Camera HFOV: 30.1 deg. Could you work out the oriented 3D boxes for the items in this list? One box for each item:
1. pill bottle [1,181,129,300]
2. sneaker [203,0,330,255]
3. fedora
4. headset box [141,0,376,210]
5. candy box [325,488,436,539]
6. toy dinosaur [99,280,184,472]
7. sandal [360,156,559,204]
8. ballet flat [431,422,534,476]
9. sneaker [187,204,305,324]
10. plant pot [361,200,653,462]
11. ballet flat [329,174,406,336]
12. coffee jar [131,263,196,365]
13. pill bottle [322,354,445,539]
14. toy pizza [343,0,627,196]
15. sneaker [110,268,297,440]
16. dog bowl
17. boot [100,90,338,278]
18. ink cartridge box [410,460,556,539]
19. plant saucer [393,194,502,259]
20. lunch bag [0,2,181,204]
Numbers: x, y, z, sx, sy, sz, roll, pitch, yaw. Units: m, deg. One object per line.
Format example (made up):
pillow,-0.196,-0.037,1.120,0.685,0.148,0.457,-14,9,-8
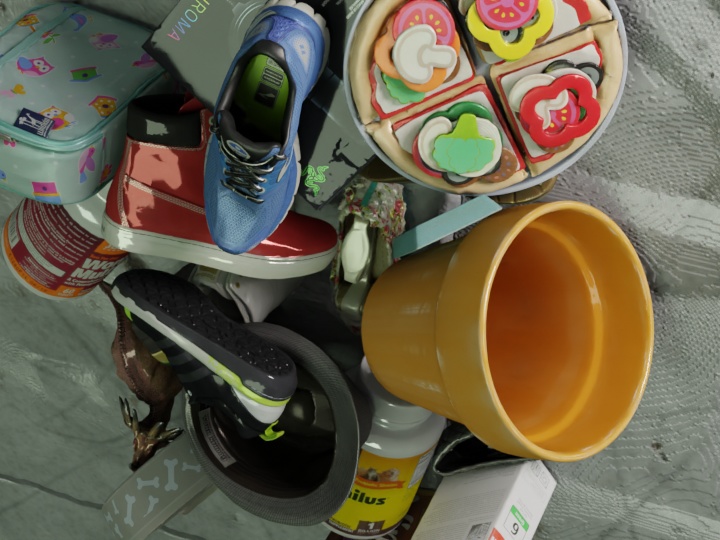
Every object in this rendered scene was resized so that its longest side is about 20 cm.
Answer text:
pill bottle,-0.247,-0.060,1.244,0.110,0.110,0.200,44,135,-9
sneaker,-0.082,-0.094,0.968,0.078,0.089,0.200,20,123,7
fedora,-0.061,0.128,1.189,0.200,0.090,0.177,8,103,32
headset box,-0.030,-0.170,1.017,0.200,0.093,0.174,43,122,-9
candy box,0.018,0.297,1.326,0.117,0.200,0.057,2,124,29
toy dinosaur,-0.216,0.099,1.340,0.086,0.136,0.200,-7,122,34
sandal,0.079,-0.094,1.063,0.200,0.054,0.080,8,89,43
ballet flat,0.153,0.159,1.235,0.200,0.057,0.066,-20,116,39
sneaker,-0.111,-0.036,1.183,0.074,0.116,0.200,3,126,30
plant pot,0.105,0.048,1.092,0.183,0.200,0.200,-1,127,50
ballet flat,0.000,0.000,1.185,0.076,0.064,0.200,14,132,17
coffee jar,-0.123,0.087,1.298,0.200,0.104,0.085,48,148,-13
pill bottle,0.016,0.162,1.279,0.109,0.109,0.200,26,135,9
toy pizza,0.088,-0.136,0.931,0.200,0.032,0.200,-1,123,-1
sneaker,-0.143,0.075,1.135,0.200,0.072,0.083,35,117,22
dog bowl,-0.181,0.211,1.381,0.059,0.200,0.200,51,135,6
boot,-0.099,-0.076,1.090,0.200,0.072,0.144,9,116,-19
ink cartridge box,0.099,0.259,1.248,0.109,0.200,0.050,-21,114,40
plant saucer,0.061,-0.034,1.045,0.070,0.200,0.019,-26,91,-3
lunch bag,-0.253,-0.144,1.112,0.160,0.200,0.077,24,132,13
